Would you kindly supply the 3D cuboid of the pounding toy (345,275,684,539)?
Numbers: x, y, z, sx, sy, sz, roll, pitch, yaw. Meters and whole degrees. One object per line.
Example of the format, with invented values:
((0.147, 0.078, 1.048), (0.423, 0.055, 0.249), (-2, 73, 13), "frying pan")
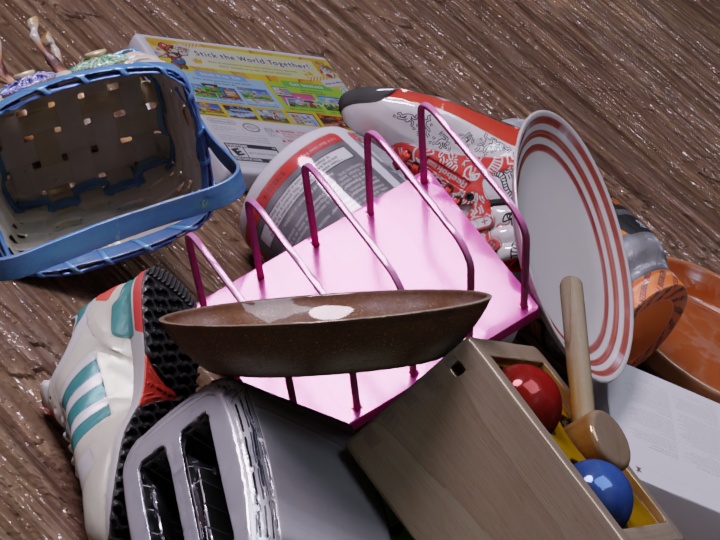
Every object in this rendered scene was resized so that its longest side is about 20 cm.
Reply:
((0.109, 0.111, 1.519), (0.184, 0.142, 0.200), (53, 13, 15), "pounding toy")

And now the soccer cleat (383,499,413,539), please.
((0.058, 0.171, 1.634), (0.199, 0.068, 0.081), (21, 11, -17), "soccer cleat")

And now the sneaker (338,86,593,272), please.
((0.071, -0.061, 1.855), (0.200, 0.109, 0.067), (17, -15, -9), "sneaker")

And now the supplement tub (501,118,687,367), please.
((0.154, -0.015, 1.951), (0.200, 0.123, 0.122), (45, 32, 26), "supplement tub")

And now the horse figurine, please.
((-0.232, -0.126, 1.836), (0.133, 0.050, 0.200), (55, 25, 10), "horse figurine")

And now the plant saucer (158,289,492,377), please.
((-0.020, 0.038, 1.484), (0.199, 0.037, 0.200), (-3, 4, 0), "plant saucer")

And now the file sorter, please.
((0.000, 0.000, 1.665), (0.199, 0.126, 0.139), (-30, 62, -14), "file sorter")

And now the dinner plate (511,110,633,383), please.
((0.147, -0.016, 1.789), (0.200, 0.024, 0.201), (39, 44, -52), "dinner plate")

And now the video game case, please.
((-0.070, -0.122, 2.022), (0.199, 0.023, 0.182), (3, 38, -39), "video game case")

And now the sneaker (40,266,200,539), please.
((-0.155, 0.097, 1.548), (0.070, 0.093, 0.201), (36, 45, -41), "sneaker")

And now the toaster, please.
((-0.058, 0.158, 1.448), (0.129, 0.113, 0.201), (30, 33, -40), "toaster")

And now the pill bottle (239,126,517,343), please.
((0.015, -0.002, 1.807), (0.200, 0.116, 0.116), (44, 31, 25), "pill bottle")

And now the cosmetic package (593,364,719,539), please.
((0.259, 0.156, 1.844), (0.199, 0.052, 0.151), (23, 27, -12), "cosmetic package")

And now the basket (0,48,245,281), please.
((-0.180, -0.064, 1.665), (0.175, 0.140, 0.200), (-18, 32, -10), "basket")

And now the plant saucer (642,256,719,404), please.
((0.288, 0.061, 2.047), (0.199, 0.032, 0.201), (23, 29, -14), "plant saucer")
